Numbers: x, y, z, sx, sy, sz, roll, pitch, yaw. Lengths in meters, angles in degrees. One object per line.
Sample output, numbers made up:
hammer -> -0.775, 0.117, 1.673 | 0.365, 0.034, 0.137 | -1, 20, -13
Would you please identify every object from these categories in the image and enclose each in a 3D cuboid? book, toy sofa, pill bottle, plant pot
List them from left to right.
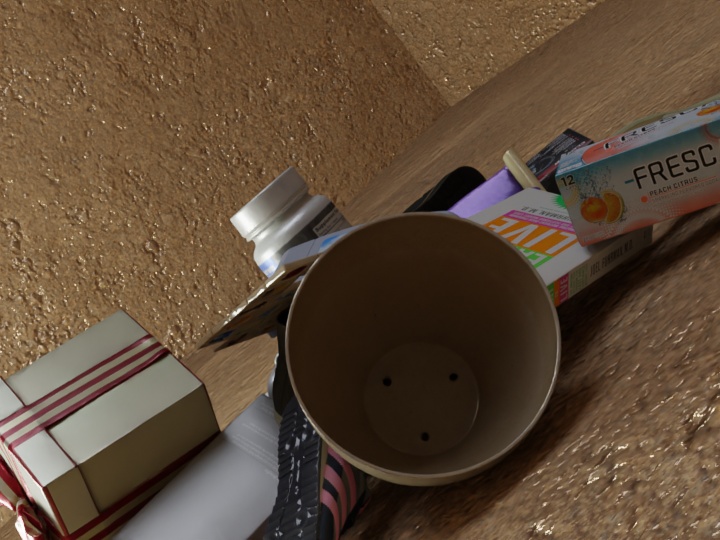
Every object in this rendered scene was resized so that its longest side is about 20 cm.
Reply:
pill bottle -> -0.051, -0.013, 1.443 | 0.113, 0.200, 0.114 | -40, 5, 5
plant pot -> 0.048, 0.077, 0.953 | 0.200, 0.200, 0.135 | -41, -21, -15
toy sofa -> 0.097, -0.031, 1.259 | 0.199, 0.083, 0.098 | -36, -32, 5
book -> 0.148, -0.015, 1.082 | 0.132, 0.049, 0.199 | 14, 28, 36

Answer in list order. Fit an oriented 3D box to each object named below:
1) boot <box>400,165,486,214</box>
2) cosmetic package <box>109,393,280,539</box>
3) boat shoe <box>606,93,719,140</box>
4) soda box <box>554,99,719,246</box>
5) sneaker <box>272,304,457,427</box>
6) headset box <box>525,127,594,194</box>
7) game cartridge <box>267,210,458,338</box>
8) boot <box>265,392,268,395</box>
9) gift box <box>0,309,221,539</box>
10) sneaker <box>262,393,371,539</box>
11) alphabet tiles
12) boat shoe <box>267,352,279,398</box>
boot -> 0.049, -0.026, 1.422 | 0.199, 0.078, 0.138 | -37, 3, -26
cosmetic package -> -0.106, 0.211, 1.054 | 0.106, 0.091, 0.200 | 28, 60, 36
boat shoe -> 0.287, -0.109, 1.098 | 0.198, 0.075, 0.066 | -28, 11, -13
soda box -> 0.261, -0.087, 1.017 | 0.198, 0.069, 0.064 | -18, 15, 20
sneaker -> 0.023, 0.070, 1.059 | 0.197, 0.108, 0.075 | -11, 33, -20
headset box -> 0.208, -0.077, 1.387 | 0.148, 0.077, 0.200 | -39, 8, 7
game cartridge -> 0.000, 0.000, 1.192 | 0.197, 0.041, 0.134 | -13, 24, 22
boot -> -0.022, 0.155, 1.256 | 0.198, 0.074, 0.097 | -23, 44, 27
gift box -> -0.225, 0.184, 1.121 | 0.186, 0.202, 0.184 | -31, 35, -24
sneaker -> -0.024, 0.188, 0.969 | 0.070, 0.082, 0.202 | -24, 45, 41
alphabet tiles -> -0.043, 0.016, 1.043 | 0.166, 0.008, 0.200 | -20, -12, -38
boat shoe -> -0.046, 0.072, 1.219 | 0.085, 0.075, 0.203 | -13, 25, 22
